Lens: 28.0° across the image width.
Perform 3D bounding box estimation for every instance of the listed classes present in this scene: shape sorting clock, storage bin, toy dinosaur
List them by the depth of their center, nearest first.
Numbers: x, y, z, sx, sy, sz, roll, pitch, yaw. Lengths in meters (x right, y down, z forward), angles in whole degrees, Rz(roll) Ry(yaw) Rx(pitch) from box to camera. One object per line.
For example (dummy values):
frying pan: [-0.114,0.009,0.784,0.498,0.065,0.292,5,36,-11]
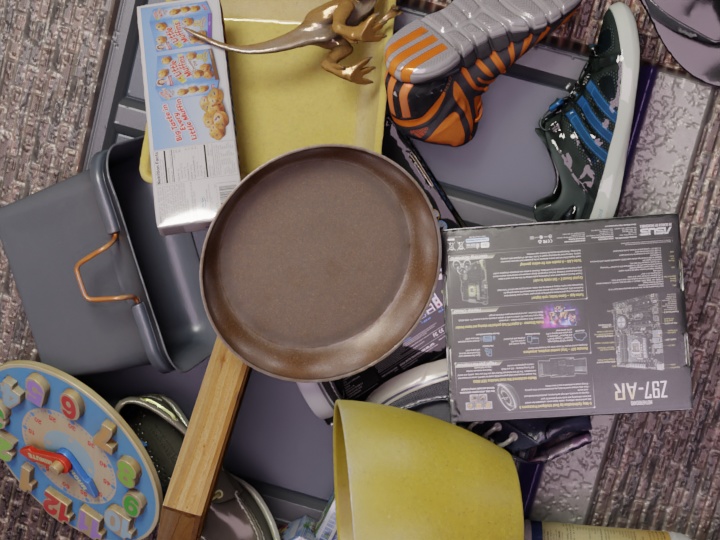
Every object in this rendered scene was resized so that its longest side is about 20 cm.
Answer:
toy dinosaur: [-0.032,-0.198,1.191,0.199,0.106,0.061,-30,137,-16]
storage bin: [-0.228,0.003,1.254,0.133,0.146,0.202,-16,97,18]
shape sorting clock: [-0.258,0.164,1.277,0.199,0.039,0.201,23,138,22]

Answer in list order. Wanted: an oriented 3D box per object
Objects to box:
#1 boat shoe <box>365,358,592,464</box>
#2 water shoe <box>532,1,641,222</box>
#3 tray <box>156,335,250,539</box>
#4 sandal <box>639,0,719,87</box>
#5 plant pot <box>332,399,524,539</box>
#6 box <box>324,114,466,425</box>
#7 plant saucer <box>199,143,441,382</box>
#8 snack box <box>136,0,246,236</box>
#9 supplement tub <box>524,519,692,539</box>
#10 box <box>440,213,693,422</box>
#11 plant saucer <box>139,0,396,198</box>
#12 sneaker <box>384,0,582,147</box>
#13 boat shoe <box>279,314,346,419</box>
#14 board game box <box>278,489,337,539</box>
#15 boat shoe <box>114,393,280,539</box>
boat shoe: [0.106,0.126,1.242,0.198,0.075,0.093,-16,58,2]
water shoe: [0.188,-0.127,1.220,0.078,0.072,0.202,6,99,2]
tray: [-0.125,0.131,1.219,0.037,0.099,0.201,16,57,-2]
sandal: [0.269,-0.230,1.212,0.076,0.043,0.200,-43,93,10]
plant pot: [0.055,0.202,1.174,0.140,0.200,0.202,-3,98,-6]
box: [0.000,0.000,1.270,0.199,0.050,0.199,-34,93,9]
plant saucer: [-0.033,-0.007,1.155,0.198,0.032,0.202,-6,111,-14]
snack box: [-0.139,-0.129,1.182,0.071,0.024,0.202,-8,71,1]
supplement tub: [0.219,0.295,1.245,0.198,0.144,0.146,4,99,5]
box: [0.168,0.040,1.192,0.198,0.044,0.162,-5,85,7]
plant saucer: [-0.074,-0.152,1.224,0.198,0.049,0.202,5,71,4]
sneaker: [0.101,-0.179,1.224,0.199,0.113,0.078,-28,55,-19]
boat shoe: [-0.040,0.023,1.224,0.066,0.070,0.202,-18,89,10]
board game box: [0.003,0.262,1.302,0.198,0.062,0.201,26,100,0]
boat shoe: [-0.148,0.191,1.278,0.072,0.060,0.202,-43,74,5]
